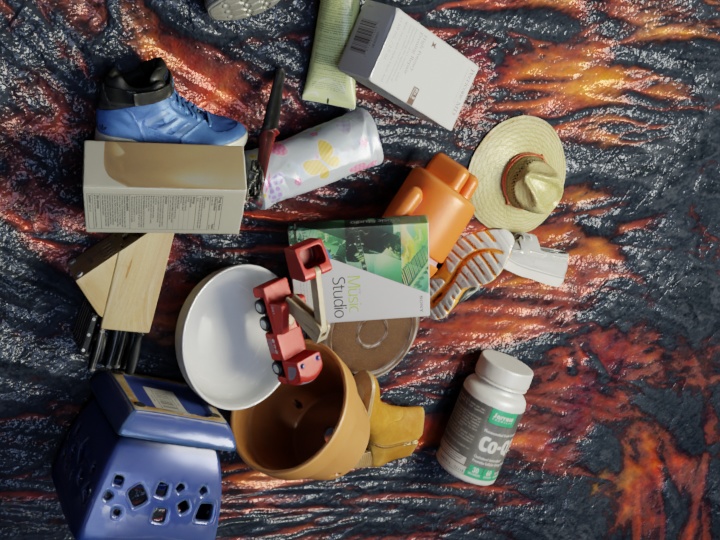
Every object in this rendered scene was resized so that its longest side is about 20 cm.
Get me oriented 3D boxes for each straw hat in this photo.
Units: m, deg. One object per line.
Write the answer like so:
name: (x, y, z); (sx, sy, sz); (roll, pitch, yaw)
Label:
straw hat: (0.268, -0.133, 1.541); (0.197, 0.085, 0.205); (-11, 117, -23)

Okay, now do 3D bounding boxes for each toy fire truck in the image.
toy fire truck: (-0.082, 0.061, 1.344); (0.048, 0.140, 0.204); (-24, 105, -37)

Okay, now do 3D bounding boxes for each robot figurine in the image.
robot figurine: (0.093, -0.069, 1.459); (0.116, 0.144, 0.202); (33, 95, -7)

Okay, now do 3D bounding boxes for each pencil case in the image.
pencil case: (-0.067, -0.154, 1.353); (0.197, 0.090, 0.085); (-24, 112, -17)

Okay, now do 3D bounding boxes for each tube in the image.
tube: (-0.032, -0.322, 1.322); (0.051, 0.058, 0.204); (-8, 115, -37)

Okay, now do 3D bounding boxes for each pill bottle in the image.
pill bottle: (0.210, 0.244, 1.660); (0.111, 0.113, 0.204); (11, 106, -31)

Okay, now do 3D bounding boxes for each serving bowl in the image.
serving bowl: (-0.183, 0.090, 1.395); (0.197, 0.065, 0.205); (-7, 100, -43)

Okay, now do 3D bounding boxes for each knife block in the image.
knife block: (-0.303, 0.041, 1.328); (0.198, 0.064, 0.177); (-35, 124, -11)

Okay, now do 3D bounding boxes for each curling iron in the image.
curling iron: (-0.118, -0.178, 1.286); (0.025, 0.050, 0.204); (13, 63, -4)

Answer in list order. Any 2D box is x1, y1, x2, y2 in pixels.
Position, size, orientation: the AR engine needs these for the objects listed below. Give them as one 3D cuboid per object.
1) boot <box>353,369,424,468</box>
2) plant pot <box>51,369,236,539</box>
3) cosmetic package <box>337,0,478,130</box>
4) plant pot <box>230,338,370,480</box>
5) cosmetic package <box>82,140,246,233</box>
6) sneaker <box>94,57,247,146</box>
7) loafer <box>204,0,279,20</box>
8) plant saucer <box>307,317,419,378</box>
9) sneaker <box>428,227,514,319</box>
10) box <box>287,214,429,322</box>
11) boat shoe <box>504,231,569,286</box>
boot: (0.043, 0.230, 1.591); (0.142, 0.071, 0.205); (-10, 128, -31)
plant pot: (-0.290, 0.253, 1.352); (0.197, 0.199, 0.183); (16, 99, -31)
cosmetic package: (0.068, -0.276, 1.348); (0.198, 0.074, 0.103); (18, 98, -47)
plant pot: (-0.075, 0.223, 1.465); (0.200, 0.200, 0.140); (-47, 141, -1)
cosmetic package: (-0.245, -0.102, 1.237); (0.195, 0.072, 0.106); (1, 150, -15)
sneaker: (-0.232, -0.207, 1.247); (0.196, 0.077, 0.113); (0, 121, -21)
loafer: (-0.111, -0.383, 1.248); (0.197, 0.071, 0.070); (-28, 163, -3)
plant saucer: (0.013, 0.090, 1.538); (0.196, 0.032, 0.204); (-11, 115, -24)
sneaker: (0.166, -0.005, 1.515); (0.077, 0.079, 0.200); (-27, 168, -49)
box: (0.000, 0.000, 1.391); (0.195, 0.037, 0.147); (-5, 116, -3)
boat shoe: (0.265, -0.027, 1.598); (0.197, 0.072, 0.070); (17, 97, -31)
